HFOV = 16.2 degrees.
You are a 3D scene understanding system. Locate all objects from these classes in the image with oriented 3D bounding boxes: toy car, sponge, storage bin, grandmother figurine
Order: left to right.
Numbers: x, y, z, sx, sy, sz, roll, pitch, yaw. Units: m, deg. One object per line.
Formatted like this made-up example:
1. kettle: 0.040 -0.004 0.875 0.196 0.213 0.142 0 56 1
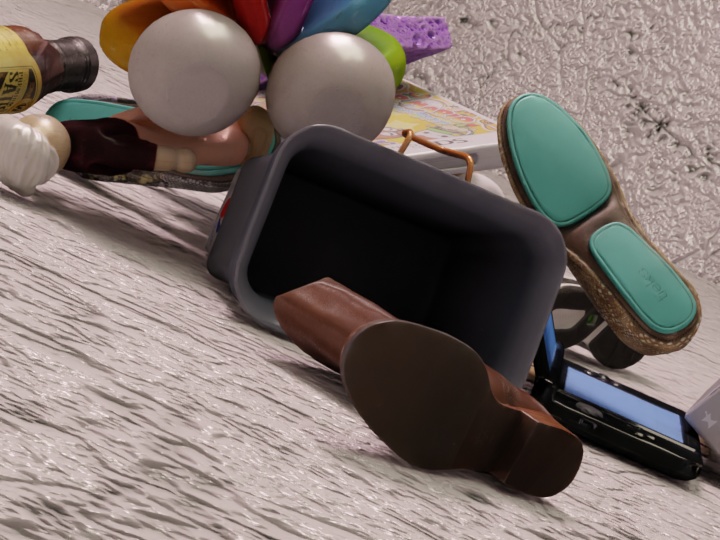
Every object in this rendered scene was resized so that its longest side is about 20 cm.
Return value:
1. grandmother figurine: -0.158 -0.083 1.625 0.121 0.061 0.200 -3 4 45
2. toy car: -0.061 -0.171 1.624 0.200 0.150 0.175 8 25 -13
3. sponge: -0.040 -0.155 1.906 0.200 0.030 0.112 -16 -7 39
4. storage bin: 0.006 -0.015 1.567 0.200 0.146 0.134 22 -4 -22

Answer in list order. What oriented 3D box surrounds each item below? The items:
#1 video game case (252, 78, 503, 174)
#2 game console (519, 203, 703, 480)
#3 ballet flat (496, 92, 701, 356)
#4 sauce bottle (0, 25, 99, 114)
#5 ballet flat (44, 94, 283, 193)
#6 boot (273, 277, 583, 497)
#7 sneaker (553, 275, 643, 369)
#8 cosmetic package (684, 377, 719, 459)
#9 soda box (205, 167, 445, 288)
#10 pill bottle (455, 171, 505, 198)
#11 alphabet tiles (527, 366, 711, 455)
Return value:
1. video game case: -0.004 -0.101 1.820 0.182 0.023 0.200 -8 21 -27
2. game console: 0.164 0.042 1.691 0.176 0.116 0.200 24 8 4
3. ballet flat: 0.147 -0.024 1.646 0.200 0.070 0.065 59 -17 18
4. sauce bottle: -0.253 -0.138 1.739 0.066 0.066 0.200 27 21 27
5. ballet flat: -0.129 -0.086 1.776 0.200 0.072 0.072 8 -3 29
6. boot: 0.002 0.041 1.341 0.186 0.064 0.200 36 -1 -43
7. sneaker: 0.162 0.020 2.087 0.115 0.076 0.200 31 11 37
8. cosmetic package: 0.295 0.091 1.762 0.090 0.107 0.200 50 12 3
9. soda box: 0.000 0.000 1.693 0.200 0.063 0.068 23 6 -11
10. pill bottle: 0.003 -0.051 1.908 0.200 0.116 0.116 28 7 34
11. alphabet tiles: 0.167 0.087 1.863 0.200 0.006 0.166 25 7 6
